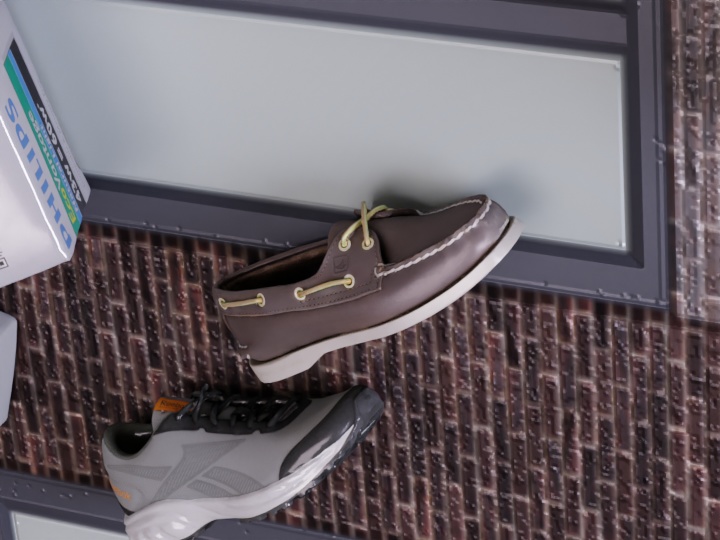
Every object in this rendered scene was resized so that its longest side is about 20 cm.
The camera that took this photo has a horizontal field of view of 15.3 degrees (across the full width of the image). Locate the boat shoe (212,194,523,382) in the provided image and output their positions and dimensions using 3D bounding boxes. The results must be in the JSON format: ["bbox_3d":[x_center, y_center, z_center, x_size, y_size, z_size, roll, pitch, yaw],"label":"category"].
[{"bbox_3d":[0.000,0.000,1.432,0.199,0.072,0.060,-25,108,42],"label":"boat shoe"}]

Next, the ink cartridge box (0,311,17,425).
[{"bbox_3d":[-0.310,0.077,1.557,0.146,0.200,0.083,22,123,13],"label":"ink cartridge box"}]

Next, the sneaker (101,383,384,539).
[{"bbox_3d":[-0.073,0.100,1.528,0.199,0.074,0.080,-21,101,35],"label":"sneaker"}]

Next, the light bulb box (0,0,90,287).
[{"bbox_3d":[-0.278,-0.075,1.455,0.199,0.125,0.199,-20,109,7],"label":"light bulb box"}]
